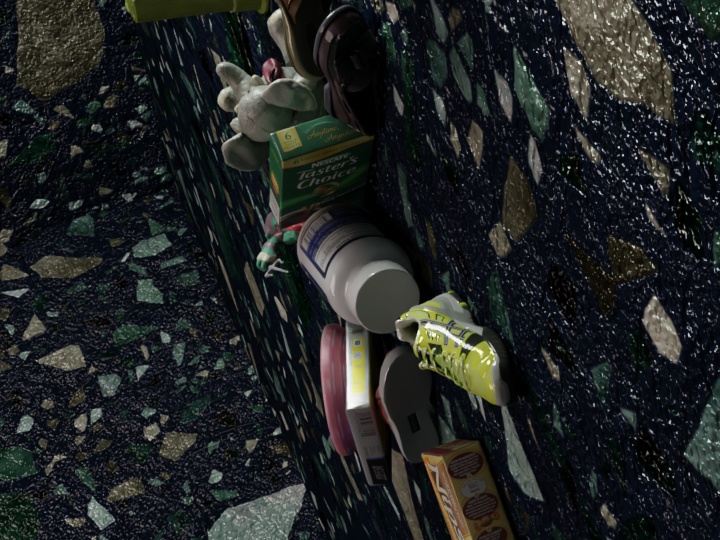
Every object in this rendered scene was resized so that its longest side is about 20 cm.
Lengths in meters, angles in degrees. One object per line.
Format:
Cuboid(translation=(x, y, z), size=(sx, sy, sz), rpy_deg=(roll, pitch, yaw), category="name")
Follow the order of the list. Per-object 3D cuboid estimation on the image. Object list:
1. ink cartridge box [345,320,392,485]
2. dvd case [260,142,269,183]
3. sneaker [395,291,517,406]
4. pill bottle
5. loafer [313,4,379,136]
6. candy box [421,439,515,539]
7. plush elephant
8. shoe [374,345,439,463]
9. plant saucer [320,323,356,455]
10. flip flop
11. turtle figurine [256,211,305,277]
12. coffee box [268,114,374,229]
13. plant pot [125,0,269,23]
Cuboid(translation=(0.013, 0.173, 1.836), size=(0.198, 0.047, 0.201), rpy_deg=(74, -166, -48), category="ink cartridge box")
Cuboid(translation=(-0.130, -0.160, 1.823), size=(0.149, 0.016, 0.200), rpy_deg=(61, 172, -5), category="dvd case")
Cuboid(translation=(0.100, 0.091, 1.324), size=(0.200, 0.076, 0.076), rpy_deg=(-135, 29, -62), category="sneaker")
Cuboid(translation=(0.000, 0.000, 1.554), size=(0.200, 0.111, 0.112), rpy_deg=(-131, 24, -61), category="pill bottle")
Cuboid(translation=(-0.004, -0.212, 1.378), size=(0.063, 0.072, 0.200), rpy_deg=(46, 167, 17), category="loafer")
Cuboid(translation=(0.141, 0.306, 1.533), size=(0.115, 0.055, 0.201), rpy_deg=(146, 105, -78), category="candy box")
Cuboid(translation=(-0.117, -0.214, 1.605), size=(0.200, 0.165, 0.155), rpy_deg=(52, -156, 15), category="plush elephant")
Cuboid(translation=(0.050, 0.158, 1.675), size=(0.091, 0.071, 0.201), rpy_deg=(53, 162, 47), category="shoe")
Cuboid(translation=(-0.017, 0.179, 1.941), size=(0.201, 0.051, 0.202), rpy_deg=(-8, -90, -82), category="plant saucer")
Cuboid(translation=(-0.064, -0.310, 1.458), size=(0.057, 0.081, 0.201), rpy_deg=(25, 137, 50), category="flip flop")
Cuboid(translation=(-0.071, -0.045, 1.787), size=(0.200, 0.149, 0.101), rpy_deg=(-128, 47, -69), category="turtle figurine")
Cuboid(translation=(-0.051, -0.123, 1.567), size=(0.200, 0.122, 0.044), rpy_deg=(103, 147, -67), category="coffee box")
Cuboid(translation=(-0.252, -0.438, 1.822), size=(0.200, 0.189, 0.201), rpy_deg=(160, 90, -78), category="plant pot")
